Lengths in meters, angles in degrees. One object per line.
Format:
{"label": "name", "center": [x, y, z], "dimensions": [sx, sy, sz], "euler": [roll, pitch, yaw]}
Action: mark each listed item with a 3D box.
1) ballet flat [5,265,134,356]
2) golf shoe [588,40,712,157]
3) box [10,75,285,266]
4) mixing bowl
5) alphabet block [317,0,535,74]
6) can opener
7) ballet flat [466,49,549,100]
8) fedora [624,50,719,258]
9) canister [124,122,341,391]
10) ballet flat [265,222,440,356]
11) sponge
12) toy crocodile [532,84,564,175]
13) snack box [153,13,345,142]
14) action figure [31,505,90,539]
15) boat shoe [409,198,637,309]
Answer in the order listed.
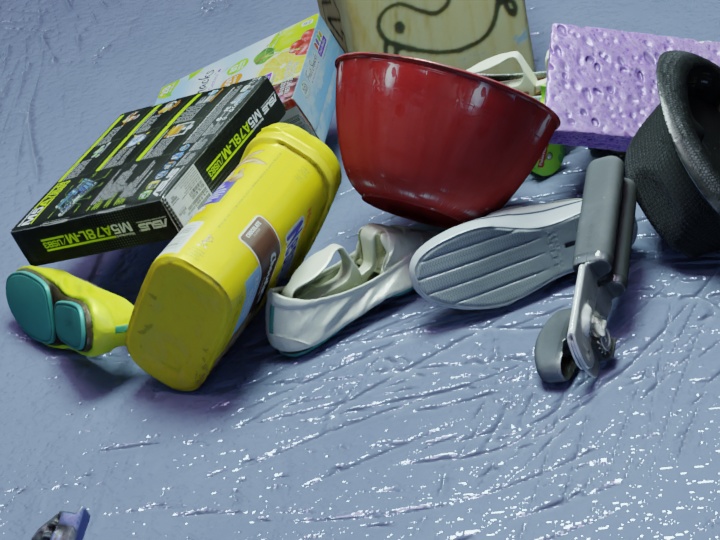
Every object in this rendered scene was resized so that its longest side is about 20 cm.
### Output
{"label": "ballet flat", "center": [-0.244, 0.035, 1.500], "dimensions": [0.067, 0.068, 0.199], "euler": [-9, 13, -29]}
{"label": "golf shoe", "center": [0.285, -0.183, 1.636], "dimensions": [0.077, 0.089, 0.200], "euler": [14, 38, 43]}
{"label": "box", "center": [-0.189, -0.089, 1.557], "dimensions": [0.192, 0.048, 0.200], "euler": [-13, 30, 37]}
{"label": "mixing bowl", "center": [0.059, -0.100, 1.467], "dimensions": [0.198, 0.109, 0.200], "euler": [16, -7, 2]}
{"label": "alphabet block", "center": [0.057, -0.293, 1.810], "dimensions": [0.194, 0.201, 0.197], "euler": [-18, 29, -8]}
{"label": "can opener", "center": [0.171, -0.001, 1.352], "dimensions": [0.066, 0.053, 0.201], "euler": [-13, 44, 29]}
{"label": "ballet flat", "center": [0.168, -0.181, 1.697], "dimensions": [0.198, 0.072, 0.069], "euler": [-3, 29, 17]}
{"label": "fedora", "center": [0.279, -0.080, 1.428], "dimensions": [0.091, 0.201, 0.201], "euler": [-38, 14, 34]}
{"label": "canister", "center": [-0.106, -0.011, 1.441], "dimensions": [0.086, 0.149, 0.200], "euler": [31, 44, 5]}
{"label": "ballet flat", "center": [0.000, 0.000, 1.457], "dimensions": [0.199, 0.070, 0.069], "euler": [-32, 33, -30]}
{"label": "sponge", "center": [0.262, -0.157, 1.545], "dimensions": [0.198, 0.030, 0.113], "euler": [6, 64, 0]}
{"label": "toy crocodile", "center": [0.120, -0.107, 1.598], "dimensions": [0.199, 0.062, 0.067], "euler": [-28, 32, -24]}
{"label": "snack box", "center": [-0.121, -0.152, 1.711], "dimensions": [0.199, 0.068, 0.169], "euler": [-23, 29, 23]}
{"label": "action figure", "center": [-0.217, 0.249, 1.078], "dimensions": [0.192, 0.105, 0.201], "euler": [9, 60, 27]}
{"label": "boat shoe", "center": [0.130, -0.015, 1.440], "dimensions": [0.198, 0.074, 0.067], "euler": [-11, 12, -14]}
